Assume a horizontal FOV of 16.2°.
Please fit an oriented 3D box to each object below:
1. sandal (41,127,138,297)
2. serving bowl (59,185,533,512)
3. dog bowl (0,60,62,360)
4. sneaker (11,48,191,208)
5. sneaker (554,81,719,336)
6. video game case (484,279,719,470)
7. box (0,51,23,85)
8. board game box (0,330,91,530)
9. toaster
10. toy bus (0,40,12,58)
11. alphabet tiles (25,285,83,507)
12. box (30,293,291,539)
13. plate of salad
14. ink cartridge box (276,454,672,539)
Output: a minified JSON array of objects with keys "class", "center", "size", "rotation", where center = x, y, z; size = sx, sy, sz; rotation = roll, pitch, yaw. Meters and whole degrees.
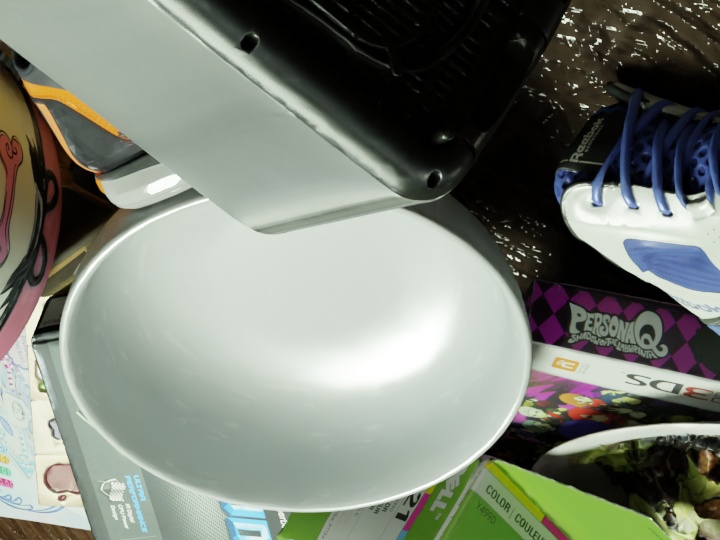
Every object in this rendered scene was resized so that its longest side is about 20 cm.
[{"class":"sandal","center":[-0.140,-0.043,1.173],"size":[0.055,0.082,0.200],"rotation":[51,178,-24]},{"class":"serving bowl","center":[-0.026,0.015,1.083],"size":[0.199,0.066,0.201],"rotation":[2,135,2]},{"class":"dog bowl","center":[-0.216,-0.023,1.120],"size":[0.200,0.201,0.074],"rotation":[6,170,37]},{"class":"sneaker","center":[-0.052,-0.105,0.966],"size":[0.200,0.078,0.112],"rotation":[-27,118,23]},{"class":"sneaker","center":[0.137,-0.031,0.973],"size":[0.115,0.081,0.199],"rotation":[25,157,-3]},{"class":"video game case","center":[0.144,0.073,1.179],"size":[0.180,0.036,0.200],"rotation":[13,156,-4]},{"class":"box","center":[-0.243,-0.156,1.144],"size":[0.136,0.038,0.200],"rotation":[14,153,24]},{"class":"board game box","center":[-0.193,0.046,1.378],"size":[0.198,0.043,0.201],"rotation":[6,123,30]},{"class":"toaster","center":[-0.014,-0.126,0.820],"size":[0.200,0.181,0.119],"rotation":[37,156,-21]},{"class":"toy bus","center":[-0.117,-0.117,1.068],"size":[0.200,0.065,0.078],"rotation":[37,155,-24]},{"class":"alphabet tiles","center":[-0.073,0.057,1.303],"size":[0.199,0.008,0.168],"rotation":[3,120,4]},{"class":"box","center":[-0.065,0.096,1.293],"size":[0.158,0.046,0.201],"rotation":[-8,118,11]},{"class":"plate of salad","center":[0.174,0.117,1.162],"size":[0.199,0.048,0.200],"rotation":[8,156,4]},{"class":"ink cartridge box","center":[0.080,0.153,1.183],"size":[0.200,0.076,0.148],"rotation":[15,156,48]}]
